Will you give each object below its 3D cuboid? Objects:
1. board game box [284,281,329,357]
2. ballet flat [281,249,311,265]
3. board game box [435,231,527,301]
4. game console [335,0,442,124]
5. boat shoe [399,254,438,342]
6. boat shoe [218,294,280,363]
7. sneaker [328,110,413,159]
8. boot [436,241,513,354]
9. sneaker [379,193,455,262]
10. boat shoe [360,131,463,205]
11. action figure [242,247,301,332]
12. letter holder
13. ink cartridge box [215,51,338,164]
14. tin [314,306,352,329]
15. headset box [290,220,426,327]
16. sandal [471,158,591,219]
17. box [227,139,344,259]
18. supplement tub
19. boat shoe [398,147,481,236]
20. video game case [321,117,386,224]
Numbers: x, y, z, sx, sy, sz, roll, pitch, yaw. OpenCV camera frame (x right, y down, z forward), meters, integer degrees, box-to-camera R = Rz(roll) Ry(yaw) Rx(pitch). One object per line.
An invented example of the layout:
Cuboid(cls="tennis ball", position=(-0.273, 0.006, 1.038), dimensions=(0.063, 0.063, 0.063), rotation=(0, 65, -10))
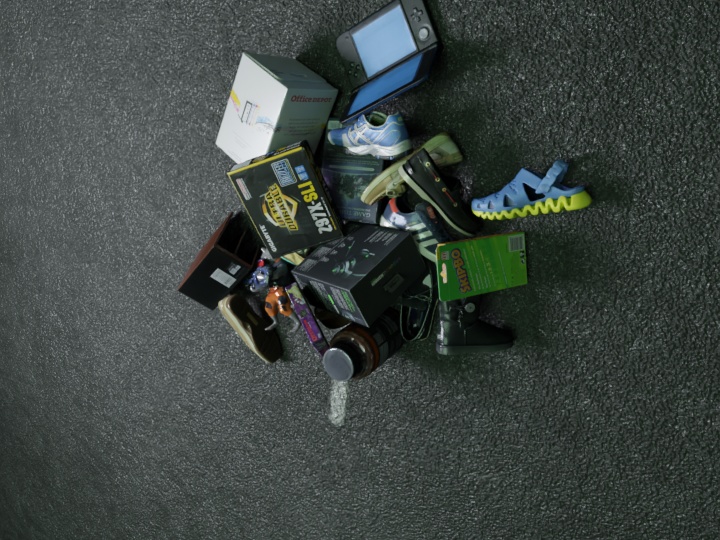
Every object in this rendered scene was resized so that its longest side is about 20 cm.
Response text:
Cuboid(cls="board game box", position=(-0.100, 0.103, 1.210), dimensions=(0.032, 0.200, 0.120), rotation=(-30, 75, -6))
Cuboid(cls="ballet flat", position=(-0.110, -0.028, 1.336), dimensions=(0.200, 0.069, 0.063), rotation=(35, 113, 7))
Cuboid(cls="board game box", position=(0.208, -0.009, 1.054), dimensions=(0.030, 0.199, 0.096), rotation=(6, 104, 57))
Cuboid(cls="game console", position=(0.033, -0.382, 1.090), dimensions=(0.200, 0.118, 0.171), rotation=(-19, 95, 35))
Cuboid(cls="boat shoe", position=(0.116, 0.054, 1.216), dimensions=(0.074, 0.062, 0.201), rotation=(17, 113, 29))
Cuboid(cls="boat shoe", position=(-0.269, 0.142, 1.472), dimensions=(0.076, 0.072, 0.200), rotation=(-14, 114, 43))
Cuboid(cls="sneaker", position=(0.016, -0.253, 1.117), dimensions=(0.200, 0.076, 0.077), rotation=(14, 124, 42))
Cuboid(cls="boot", position=(0.215, 0.047, 1.116), dimensions=(0.066, 0.164, 0.201), rotation=(12, 103, 63))
Cuboid(cls="sneaker", position=(0.131, -0.081, 1.155), dimensions=(0.200, 0.075, 0.085), rotation=(31, 116, 17))
Cuboid(cls="boat shoe", position=(0.092, -0.175, 1.125), dimensions=(0.200, 0.073, 0.063), rotation=(-34, 88, 9))
Cuboid(cls="action figure", position=(-0.201, 0.040, 1.416), dimensions=(0.200, 0.104, 0.194), rotation=(2, 102, 62))
Cuboid(cls="letter holder", position=(-0.331, -0.025, 1.460), dimensions=(0.100, 0.142, 0.200), rotation=(33, 131, -19))
Cuboid(cls="ink cartridge box", position=(-0.168, -0.307, 1.217), dimensions=(0.145, 0.147, 0.200), rotation=(42, 123, 24))
Cuboid(cls="tin", position=(-0.004, 0.051, 1.244), dimensions=(0.200, 0.112, 0.042), rotation=(-28, 117, 18))
Cuboid(cls="headset box", position=(0.000, 0.000, 1.160), dimensions=(0.200, 0.174, 0.093), rotation=(14, 140, 48))
Cuboid(cls="sandal", position=(0.286, -0.135, 1.042), dimensions=(0.199, 0.079, 0.087), rotation=(-9, 98, 26))
Cuboid(cls="box", position=(-0.139, -0.134, 1.179), dimensions=(0.159, 0.049, 0.200), rotation=(-17, 119, 12))
Cuboid(cls="supplement tub", position=(0.007, 0.151, 1.231), dimensions=(0.107, 0.200, 0.107), rotation=(11, 111, 29))
Cuboid(cls="boat shoe", position=(0.156, -0.134, 1.084), dimensions=(0.063, 0.074, 0.201), rotation=(-40, 119, 20))
Cuboid(cls="video game case", position=(-0.015, -0.200, 1.212), dimensions=(0.142, 0.019, 0.201), rotation=(10, 97, 29))
